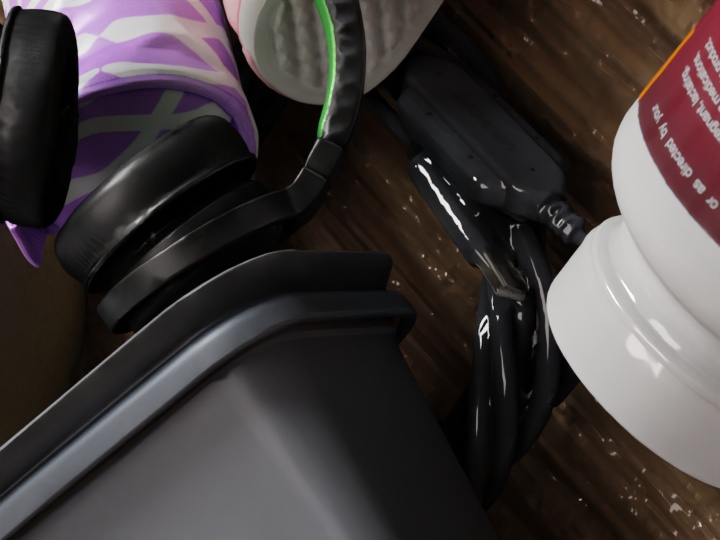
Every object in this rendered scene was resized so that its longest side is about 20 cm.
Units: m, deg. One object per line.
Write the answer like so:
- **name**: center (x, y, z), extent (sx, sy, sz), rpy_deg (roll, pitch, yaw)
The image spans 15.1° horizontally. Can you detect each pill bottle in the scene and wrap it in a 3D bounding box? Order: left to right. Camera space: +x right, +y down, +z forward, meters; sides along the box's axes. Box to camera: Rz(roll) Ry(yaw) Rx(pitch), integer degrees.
- **pill bottle**: center (0.139, -0.040, 0.717), extent (0.200, 0.113, 0.113), rpy_deg (-52, 57, 26)

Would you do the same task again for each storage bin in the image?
- **storage bin**: center (-0.042, 0.107, 0.802), extent (0.200, 0.145, 0.135), rpy_deg (-38, 76, 19)

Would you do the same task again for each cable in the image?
- **cable**: center (0.000, 0.000, 0.888), extent (0.200, 0.051, 0.164), rpy_deg (46, 124, 37)

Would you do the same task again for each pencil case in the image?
- **pencil case**: center (-0.090, -0.097, 0.902), extent (0.085, 0.084, 0.201), rpy_deg (-20, 46, 3)

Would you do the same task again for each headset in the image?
- **headset**: center (-0.080, -0.025, 0.793), extent (0.123, 0.094, 0.201), rpy_deg (32, 82, 4)

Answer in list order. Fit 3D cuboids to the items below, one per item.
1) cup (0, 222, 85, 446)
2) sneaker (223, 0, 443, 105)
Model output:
- **cup**: center (-0.185, 0.013, 0.981), extent (0.199, 0.143, 0.202), rpy_deg (-3, 85, 41)
- **sneaker**: center (0.024, -0.151, 0.850), extent (0.200, 0.075, 0.105), rpy_deg (-48, 31, 10)
